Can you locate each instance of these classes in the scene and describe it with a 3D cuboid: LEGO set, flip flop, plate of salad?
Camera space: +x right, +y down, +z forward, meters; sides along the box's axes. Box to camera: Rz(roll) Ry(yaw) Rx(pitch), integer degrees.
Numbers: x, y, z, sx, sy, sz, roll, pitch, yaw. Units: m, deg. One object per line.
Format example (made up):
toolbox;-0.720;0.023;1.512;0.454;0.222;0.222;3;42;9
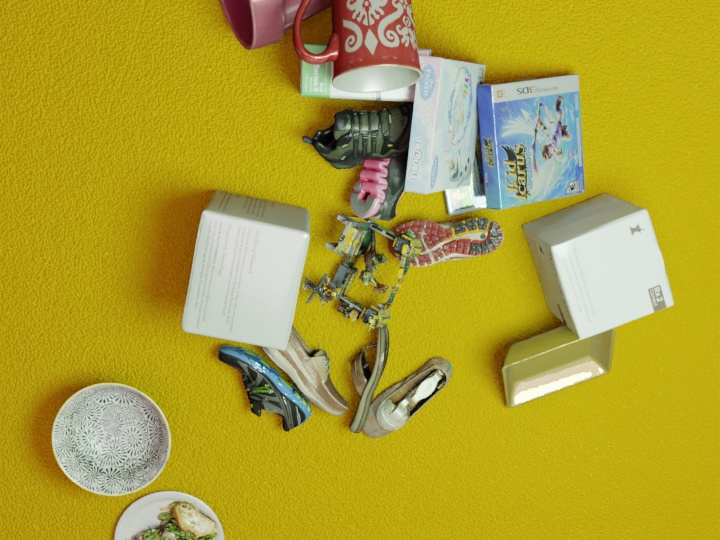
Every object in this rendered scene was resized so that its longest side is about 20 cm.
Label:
LEGO set;0.000;0.000;1.544;0.154;0.116;0.201;38;107;23
flip flop;0.006;0.185;1.630;0.057;0.081;0.201;19;102;5
plate of salad;-0.346;0.496;1.689;0.198;0.048;0.202;-1;103;-4

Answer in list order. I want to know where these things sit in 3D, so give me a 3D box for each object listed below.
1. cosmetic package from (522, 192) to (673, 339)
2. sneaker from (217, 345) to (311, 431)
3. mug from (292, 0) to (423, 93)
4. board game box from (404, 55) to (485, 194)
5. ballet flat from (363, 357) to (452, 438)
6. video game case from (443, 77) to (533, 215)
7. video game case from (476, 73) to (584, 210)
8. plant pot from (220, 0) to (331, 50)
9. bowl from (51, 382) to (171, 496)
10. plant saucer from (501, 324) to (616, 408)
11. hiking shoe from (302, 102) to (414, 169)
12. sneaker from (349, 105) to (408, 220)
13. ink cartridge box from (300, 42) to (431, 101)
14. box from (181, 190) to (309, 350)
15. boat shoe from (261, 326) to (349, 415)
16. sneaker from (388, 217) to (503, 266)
cosmetic package;0.386;-0.013;1.545;0.164;0.200;0.166;-21;102;1
sneaker;-0.173;0.206;1.624;0.083;0.071;0.200;-46;104;0
mug;0.002;-0.371;1.331;0.177;0.133;0.202;0;84;-44
board game box;0.134;-0.228;1.465;0.043;0.199;0.202;11;103;23
ballet flat;0.080;0.228;1.646;0.200;0.067;0.068;-45;97;6
video game case;0.219;-0.208;1.584;0.181;0.022;0.202;-12;103;-1
video game case;0.283;-0.213;1.538;0.180;0.045;0.202;-12;103;-26
plant pot;-0.118;-0.458;1.433;0.178;0.200;0.201;-20;103;-15
bowl;-0.419;0.276;1.613;0.199;0.094;0.203;-1;102;-3
plant saucer;0.333;0.153;1.611;0.199;0.200;0.049;-20;60;0
hiking shoe;0.005;-0.218;1.487;0.199;0.100;0.076;-20;66;32
sneaker;0.053;-0.174;1.565;0.095;0.079;0.201;21;90;-43
ink cartridge box;0.004;-0.313;1.484;0.198;0.146;0.085;2;102;-4
box;-0.180;-0.005;1.513;0.170;0.199;0.202;11;103;-6
boat shoe;-0.085;0.169;1.622;0.072;0.076;0.200;-42;103;4
sneaker;0.145;-0.045;1.588;0.198;0.082;0.079;-1;87;14
